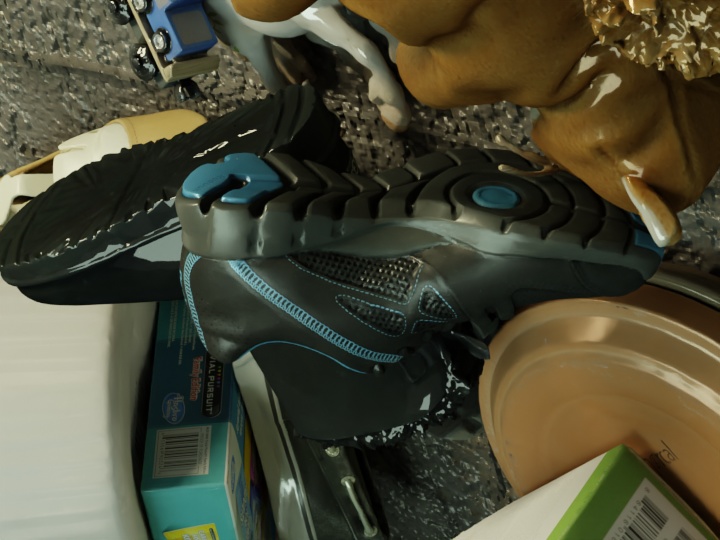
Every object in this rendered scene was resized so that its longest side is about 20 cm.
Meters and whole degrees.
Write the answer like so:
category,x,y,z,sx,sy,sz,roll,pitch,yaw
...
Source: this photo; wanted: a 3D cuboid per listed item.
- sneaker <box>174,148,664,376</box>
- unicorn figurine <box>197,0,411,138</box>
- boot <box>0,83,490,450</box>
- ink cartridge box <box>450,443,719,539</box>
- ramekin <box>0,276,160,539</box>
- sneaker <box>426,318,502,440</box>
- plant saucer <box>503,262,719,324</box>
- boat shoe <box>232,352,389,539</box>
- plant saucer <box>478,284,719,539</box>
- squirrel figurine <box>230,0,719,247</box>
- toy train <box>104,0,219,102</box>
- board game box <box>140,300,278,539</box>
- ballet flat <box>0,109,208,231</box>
category,x,y,z,sx,sy,sz,roll,pitch,yaw
sneaker,0.024,-0.002,0.883,0.198,0.073,0.083,3,117,3
unicorn figurine,-0.020,-0.124,0.923,0.138,0.074,0.199,49,142,-15
boot,-0.050,0.014,0.974,0.197,0.074,0.163,-19,122,26
ink cartridge box,0.060,0.180,0.993,0.076,0.148,0.200,44,146,-5
ramekin,-0.155,0.086,1.118,0.097,0.201,0.202,-4,132,4
sneaker,0.000,0.000,1.052,0.200,0.075,0.079,49,173,-17
plant saucer,0.154,0.072,0.994,0.199,0.029,0.201,25,140,23
boat shoe,-0.026,0.061,1.135,0.063,0.071,0.202,-8,118,9
plant saucer,0.138,0.093,0.980,0.199,0.032,0.201,25,140,23
squirrel figurine,0.089,-0.100,0.795,0.187,0.142,0.199,49,147,-19
toy train,-0.111,-0.170,0.951,0.046,0.034,0.201,-29,83,45
board game box,-0.075,0.130,1.172,0.046,0.152,0.201,-5,132,5
ballet flat,-0.146,-0.039,1.126,0.063,0.069,0.199,10,161,-33
